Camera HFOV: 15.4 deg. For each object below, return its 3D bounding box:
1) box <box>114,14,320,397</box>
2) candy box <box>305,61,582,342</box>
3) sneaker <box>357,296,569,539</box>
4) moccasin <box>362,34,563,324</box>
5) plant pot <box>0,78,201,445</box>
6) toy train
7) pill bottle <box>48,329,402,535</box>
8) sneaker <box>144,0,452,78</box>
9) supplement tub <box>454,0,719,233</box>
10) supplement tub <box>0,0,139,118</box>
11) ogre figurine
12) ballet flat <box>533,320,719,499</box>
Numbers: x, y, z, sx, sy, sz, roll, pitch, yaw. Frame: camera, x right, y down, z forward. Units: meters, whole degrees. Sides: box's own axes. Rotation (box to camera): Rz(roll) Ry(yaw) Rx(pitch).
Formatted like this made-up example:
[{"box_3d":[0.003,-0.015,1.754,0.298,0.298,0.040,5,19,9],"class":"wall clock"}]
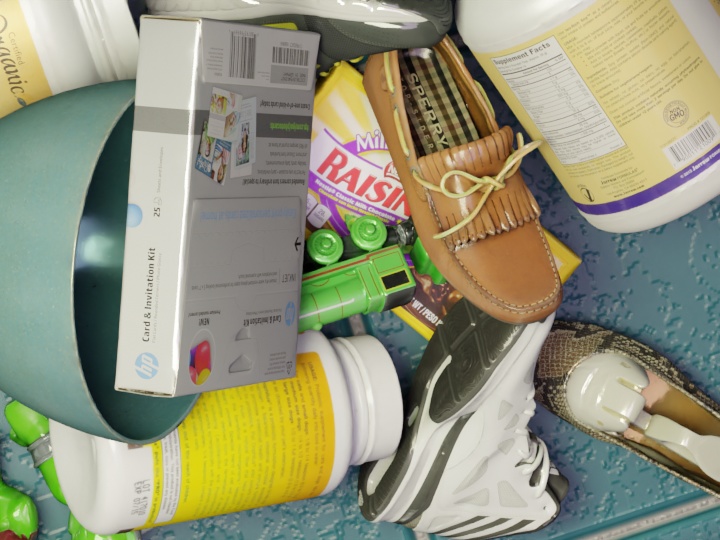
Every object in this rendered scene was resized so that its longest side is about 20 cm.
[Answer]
[{"box_3d":[-0.076,-0.036,1.469,0.041,0.156,0.201,5,94,23],"class":"box"},{"box_3d":[0.031,-0.031,1.647,0.200,0.026,0.102,39,90,-11],"class":"candy box"},{"box_3d":[0.091,0.089,1.639,0.115,0.076,0.201,19,124,-23],"class":"sneaker"},{"box_3d":[0.064,-0.061,1.561,0.073,0.078,0.202,-13,67,-15],"class":"moccasin"},{"box_3d":[-0.170,-0.010,1.478,0.134,0.200,0.201,5,101,22],"class":"plant pot"},{"box_3d":[0.000,0.000,1.591,0.199,0.042,0.057,-18,72,-17],"class":"toy train"},{"box_3d":[-0.079,0.091,1.599,0.199,0.109,0.110,-8,102,-24],"class":"pill bottle"},{"box_3d":[-0.033,-0.140,1.577,0.199,0.074,0.085,6,118,29],"class":"sneaker"},{"box_3d":[0.145,-0.139,1.571,0.145,0.145,0.200,-35,108,1],"class":"supplement tub"},{"box_3d":[-0.233,-0.135,1.539,0.199,0.145,0.145,-19,102,-2],"class":"supplement tub"},{"box_3d":[-0.210,0.183,1.627,0.120,0.098,0.200,30,63,1],"class":"ogre figurine"},{"box_3d":[0.188,0.093,1.661,0.199,0.075,0.068,30,97,-10],"class":"ballet flat"}]
